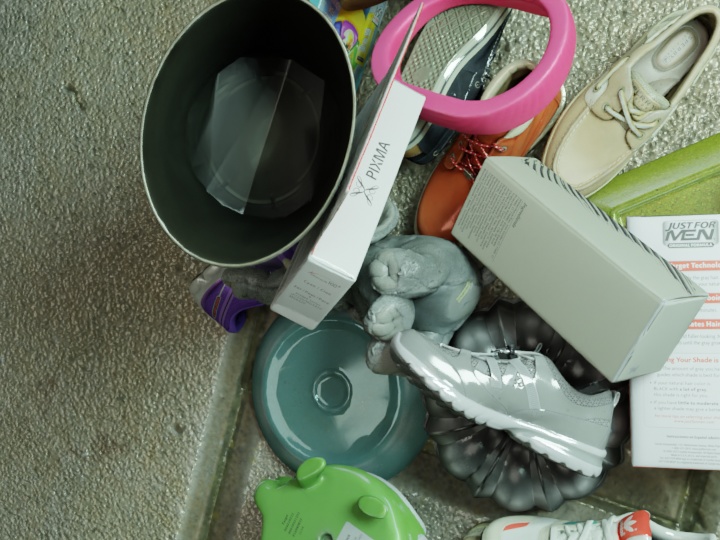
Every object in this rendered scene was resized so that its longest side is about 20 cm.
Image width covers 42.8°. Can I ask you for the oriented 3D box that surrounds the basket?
[{"bbox_3d":[-0.074,-0.099,0.687,0.135,0.200,0.182,17,94,-3],"label":"basket"}]

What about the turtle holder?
[{"bbox_3d":[-0.023,0.255,0.842,0.184,0.132,0.142,-9,64,29],"label":"turtle holder"}]

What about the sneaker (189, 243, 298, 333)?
[{"bbox_3d":[-0.078,-0.012,0.916,0.200,0.081,0.084,-40,91,22],"label":"sneaker"}]

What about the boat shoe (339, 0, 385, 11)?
[{"bbox_3d":[0.035,-0.282,0.818,0.070,0.200,0.071,-23,97,41],"label":"boat shoe"}]

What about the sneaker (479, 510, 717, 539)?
[{"bbox_3d":[0.204,0.230,0.778,0.198,0.071,0.094,12,130,6],"label":"sneaker"}]

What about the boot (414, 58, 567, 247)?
[{"bbox_3d":[0.106,-0.103,0.831,0.075,0.107,0.201,36,101,14],"label":"boot"}]

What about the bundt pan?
[{"bbox_3d":[0.147,0.122,0.816,0.200,0.076,0.204,0,89,11],"label":"bundt pan"}]

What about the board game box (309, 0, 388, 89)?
[{"bbox_3d":[-0.045,-0.188,0.858,0.047,0.151,0.201,21,95,17],"label":"board game box"}]

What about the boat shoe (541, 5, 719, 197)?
[{"bbox_3d":[0.232,-0.145,0.788,0.072,0.065,0.200,42,92,-1],"label":"boat shoe"}]

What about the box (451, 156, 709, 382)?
[{"bbox_3d":[0.168,-0.008,0.733,0.200,0.068,0.083,48,127,35],"label":"box"}]

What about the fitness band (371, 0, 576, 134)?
[{"bbox_3d":[0.095,-0.191,0.790,0.199,0.037,0.144,27,81,42],"label":"fitness band"}]

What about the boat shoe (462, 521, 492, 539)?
[{"bbox_3d":[0.168,0.308,0.818,0.200,0.065,0.072,41,100,15],"label":"boat shoe"}]

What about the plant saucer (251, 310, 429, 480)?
[{"bbox_3d":[-0.023,0.117,0.903,0.198,0.036,0.202,-1,88,19],"label":"plant saucer"}]

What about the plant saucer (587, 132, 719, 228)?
[{"bbox_3d":[0.305,-0.013,0.793,0.199,0.048,0.201,-23,82,16],"label":"plant saucer"}]

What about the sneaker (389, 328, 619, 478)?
[{"bbox_3d":[0.117,0.090,0.747,0.199,0.075,0.082,27,83,-8],"label":"sneaker"}]

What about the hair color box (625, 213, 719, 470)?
[{"bbox_3d":[0.269,0.056,0.746,0.101,0.061,0.202,-1,89,19],"label":"hair color box"}]

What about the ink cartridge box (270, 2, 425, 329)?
[{"bbox_3d":[0.006,-0.076,0.707,0.044,0.176,0.201,27,55,-9],"label":"ink cartridge box"}]

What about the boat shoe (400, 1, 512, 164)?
[{"bbox_3d":[0.086,-0.187,0.857,0.074,0.062,0.201,24,80,42],"label":"boat shoe"}]

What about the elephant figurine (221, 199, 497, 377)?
[{"bbox_3d":[0.000,0.000,0.835,0.200,0.155,0.142,31,102,45],"label":"elephant figurine"}]
